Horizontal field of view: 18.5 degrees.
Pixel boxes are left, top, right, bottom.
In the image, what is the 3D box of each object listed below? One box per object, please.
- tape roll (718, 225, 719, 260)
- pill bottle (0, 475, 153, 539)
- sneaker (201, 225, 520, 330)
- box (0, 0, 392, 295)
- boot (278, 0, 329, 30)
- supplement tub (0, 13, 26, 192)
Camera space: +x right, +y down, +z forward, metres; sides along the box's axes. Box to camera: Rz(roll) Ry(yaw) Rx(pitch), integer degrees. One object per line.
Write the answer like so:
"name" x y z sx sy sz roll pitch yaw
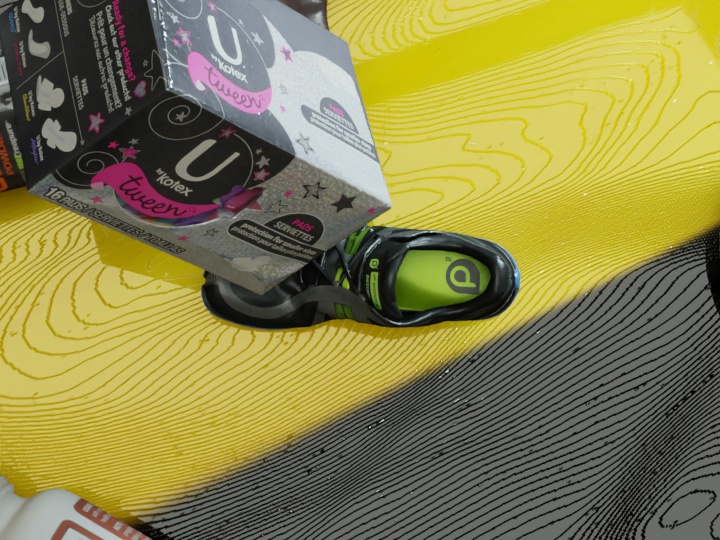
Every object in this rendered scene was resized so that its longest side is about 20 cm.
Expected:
"tape roll" 0.328 -0.017 1.386 0.198 0.048 0.202 0 85 -1
"pill bottle" -0.166 0.202 1.324 0.199 0.112 0.113 30 85 2
"sneaker" 0.000 0.000 1.358 0.198 0.083 0.071 0 86 1
"box" -0.092 -0.090 1.266 0.114 0.199 0.133 -34 54 27
"boot" -0.112 -0.194 1.377 0.198 0.072 0.168 -3 83 -5
"supplement tub" -0.257 -0.091 1.349 0.198 0.107 0.108 -16 86 -2
